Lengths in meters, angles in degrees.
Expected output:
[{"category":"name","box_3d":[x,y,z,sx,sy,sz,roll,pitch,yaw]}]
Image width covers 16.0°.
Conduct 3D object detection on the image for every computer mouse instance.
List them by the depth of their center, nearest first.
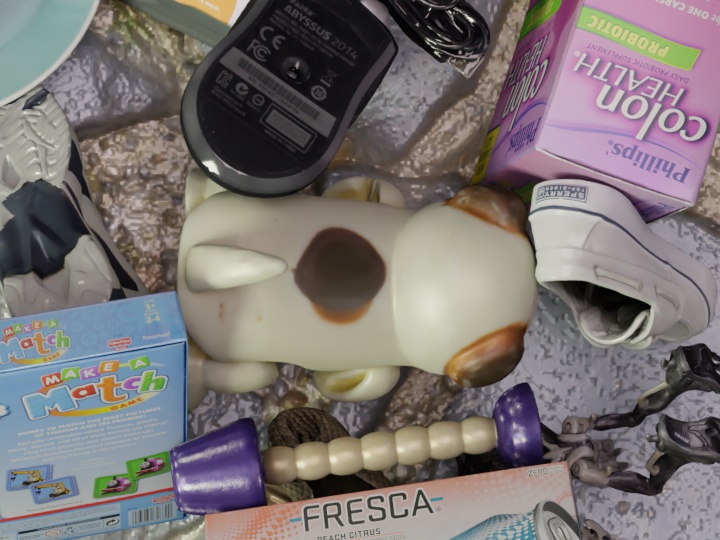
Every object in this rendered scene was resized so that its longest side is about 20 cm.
[{"category":"computer mouse","box_3d":[-0.030,-0.105,1.399,0.138,0.053,0.200,39,56,0]}]

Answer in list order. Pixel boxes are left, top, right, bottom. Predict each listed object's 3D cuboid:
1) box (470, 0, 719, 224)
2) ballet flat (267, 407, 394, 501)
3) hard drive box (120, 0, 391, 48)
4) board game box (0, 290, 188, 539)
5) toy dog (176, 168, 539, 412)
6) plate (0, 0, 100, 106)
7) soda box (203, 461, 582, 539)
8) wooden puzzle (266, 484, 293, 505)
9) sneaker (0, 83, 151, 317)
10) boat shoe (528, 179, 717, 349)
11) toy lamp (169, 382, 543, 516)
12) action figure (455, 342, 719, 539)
[{"category":"box","box_3d":[0.151,-0.134,1.455,0.096,0.176,0.201,18,83,-7]},{"category":"ballet flat","box_3d":[0.017,0.153,1.419,0.067,0.046,0.200,-44,73,9]},{"category":"hard drive box","box_3d":[-0.035,-0.220,1.485,0.155,0.077,0.201,26,81,-6]},{"category":"board game box","box_3d":[-0.168,0.088,1.377,0.150,0.200,0.037,-9,59,-10]},{"category":"toy dog","box_3d":[0.000,0.000,1.418,0.199,0.194,0.140,3,72,-2]},{"category":"plate","box_3d":[-0.243,-0.182,1.466,0.199,0.026,0.201,0,83,-3]},{"category":"soda box","box_3d":[0.019,0.157,1.359,0.199,0.064,0.069,-9,60,3]},{"category":"wooden puzzle","box_3d":[-0.016,0.219,1.425,0.184,0.037,0.200,31,46,-5]},{"category":"sneaker","box_3d":[-0.169,-0.003,1.448,0.079,0.130,0.199,-27,51,-8]},{"category":"boat shoe","box_3d":[0.143,0.012,1.444,0.073,0.200,0.066,-2,69,32]},{"category":"toy lamp","box_3d":[-0.003,0.100,1.388,0.199,0.058,0.059,-6,86,-6]},{"category":"action figure","box_3d":[0.125,0.123,1.451,0.102,0.199,0.119,37,35,-38]}]
